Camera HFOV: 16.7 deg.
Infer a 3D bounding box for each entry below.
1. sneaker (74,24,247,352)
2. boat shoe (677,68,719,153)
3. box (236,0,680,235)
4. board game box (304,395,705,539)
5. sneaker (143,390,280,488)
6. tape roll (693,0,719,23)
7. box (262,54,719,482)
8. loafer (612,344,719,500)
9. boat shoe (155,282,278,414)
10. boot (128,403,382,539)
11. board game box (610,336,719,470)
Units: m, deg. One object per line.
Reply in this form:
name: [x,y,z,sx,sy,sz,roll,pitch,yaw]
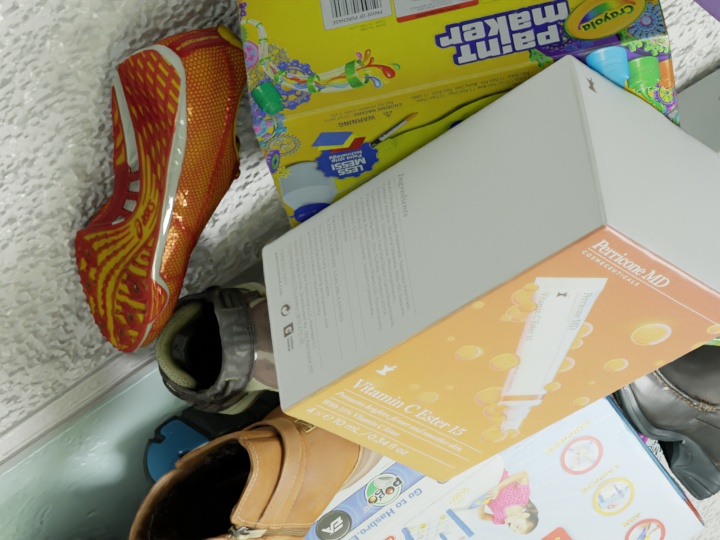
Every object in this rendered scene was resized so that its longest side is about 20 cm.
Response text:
sneaker: [-0.095,-0.035,1.263,0.077,0.073,0.201,-21,146,-39]
boat shoe: [0.263,-0.106,1.546,0.199,0.071,0.064,-28,147,-5]
box: [0.055,-0.087,1.239,0.198,0.123,0.193,-13,147,6]
board game box: [0.074,0.138,1.462,0.199,0.056,0.196,-36,125,4]
sneaker: [-0.036,0.095,1.490,0.199,0.074,0.082,-21,149,-9]
tape roll: [0.235,-0.205,1.208,0.200,0.085,0.200,-49,176,-4]
box: [0.068,0.005,1.179,0.199,0.098,0.124,-31,140,31]
loafer: [0.189,0.063,1.449,0.072,0.073,0.200,-31,144,11]
boat shoe: [-0.078,0.039,1.315,0.065,0.072,0.201,5,174,-22]
boot: [-0.075,0.148,1.319,0.200,0.077,0.155,-46,164,22]
board game box: [0.152,0.068,1.521,0.198,0.034,0.135,4,139,-13]
